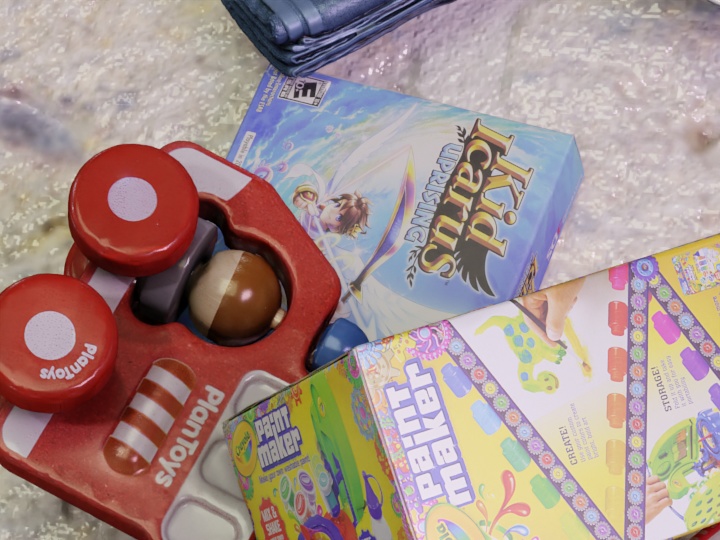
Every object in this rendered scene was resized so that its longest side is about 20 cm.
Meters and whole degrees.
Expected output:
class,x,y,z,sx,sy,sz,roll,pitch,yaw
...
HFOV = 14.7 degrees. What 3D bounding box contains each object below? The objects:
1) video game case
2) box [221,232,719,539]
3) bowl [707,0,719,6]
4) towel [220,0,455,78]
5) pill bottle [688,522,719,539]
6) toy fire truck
class,x,y,z,sx,sy,sz,roll,pitch,yaw
video game case,0.000,0.000,1.463,0.180,0.046,0.201,15,67,18
box,0.066,0.082,1.270,0.192,0.200,0.123,-16,84,-21
bowl,0.239,-0.214,1.472,0.199,0.105,0.202,-3,78,12
towel,0.023,-0.180,1.533,0.199,0.049,0.112,-29,40,-9
pill bottle,0.168,0.184,1.292,0.200,0.112,0.112,-38,62,-8
toy fire truck,-0.089,0.042,1.379,0.167,0.112,0.201,28,65,5
